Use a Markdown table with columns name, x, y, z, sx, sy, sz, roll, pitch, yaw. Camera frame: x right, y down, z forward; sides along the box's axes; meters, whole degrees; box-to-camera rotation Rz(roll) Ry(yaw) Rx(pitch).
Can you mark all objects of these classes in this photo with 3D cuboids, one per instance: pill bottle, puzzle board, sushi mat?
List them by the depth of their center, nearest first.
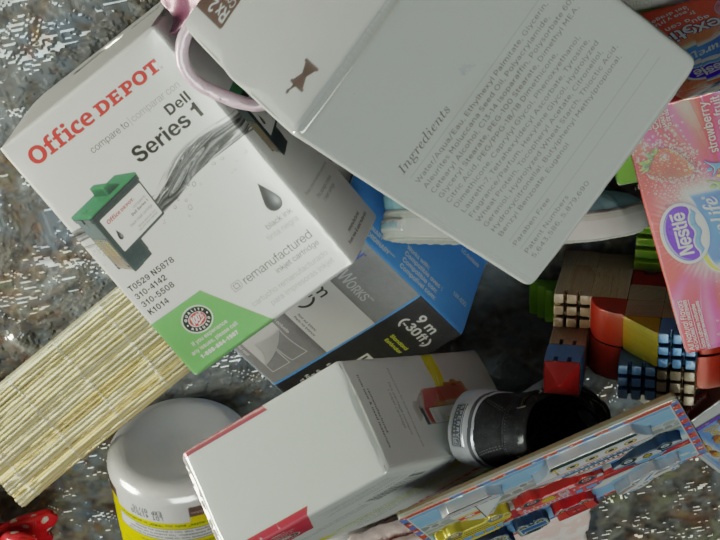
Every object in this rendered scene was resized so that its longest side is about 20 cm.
| name | x | y | z | sx | sy | sz | roll | pitch | yaw |
| --- | --- | --- | --- | --- | --- | --- | --- | --- | --- |
| puzzle board | 0.134 | 0.146 | 1.549 | 0.200 | 0.017 | 0.151 | -25 | 158 | 8 |
| sushi mat | -0.192 | 0.079 | 1.625 | 0.200 | 0.012 | 0.096 | -39 | 123 | 2 |
| pill bottle | -0.123 | 0.200 | 1.708 | 0.109 | 0.109 | 0.200 | -5 | 129 | 1 |

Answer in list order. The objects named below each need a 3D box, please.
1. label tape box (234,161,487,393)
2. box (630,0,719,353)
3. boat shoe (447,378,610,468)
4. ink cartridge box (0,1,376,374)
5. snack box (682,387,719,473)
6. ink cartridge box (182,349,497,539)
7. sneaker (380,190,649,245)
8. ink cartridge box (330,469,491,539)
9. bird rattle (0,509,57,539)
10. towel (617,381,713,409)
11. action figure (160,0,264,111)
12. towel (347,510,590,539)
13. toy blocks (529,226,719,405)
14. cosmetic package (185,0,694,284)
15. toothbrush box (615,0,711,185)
| name | x | y | z | sx | sy | sz | roll | pitch | yaw |
| --- | --- | --- | --- | --- | --- | --- | --- | --- | --- |
| label tape box | 0.000 | 0.000 | 1.579 | 0.200 | 0.063 | 0.144 | -32 | 125 | 22 |
| box | 0.220 | -0.059 | 1.406 | 0.095 | 0.103 | 0.200 | -14 | 130 | 9 |
| boat shoe | 0.135 | 0.107 | 1.571 | 0.066 | 0.070 | 0.200 | 3 | 176 | 32 |
| ink cartridge box | -0.112 | -0.057 | 1.474 | 0.146 | 0.084 | 0.200 | -36 | 103 | 23 |
| snack box | 0.318 | 0.075 | 1.639 | 0.072 | 0.024 | 0.200 | 36 | 118 | -29 |
| ink cartridge box | -0.002 | 0.124 | 1.566 | 0.145 | 0.084 | 0.200 | -32 | 165 | 26 |
| sneaker | 0.108 | -0.058 | 1.534 | 0.200 | 0.074 | 0.082 | 0 | 89 | -28 |
| ink cartridge box | 0.065 | 0.153 | 1.709 | 0.200 | 0.059 | 0.104 | -35 | 125 | 24 |
| bird rattle | -0.319 | 0.172 | 1.709 | 0.163 | 0.113 | 0.200 | -2 | 144 | 13 |
| towel | 0.295 | 0.049 | 1.654 | 0.132 | 0.035 | 0.200 | 34 | 119 | -28 |
| action figure | -0.074 | -0.219 | 1.351 | 0.134 | 0.149 | 0.200 | 17 | 141 | -9 |
| towel | 0.078 | 0.221 | 1.707 | 0.191 | 0.032 | 0.200 | -16 | 150 | -9 |
| toy blocks | 0.206 | 0.042 | 1.552 | 0.200 | 0.137 | 0.100 | 4 | 115 | 10 |
| cosmetic package | 0.044 | -0.129 | 1.300 | 0.200 | 0.165 | 0.165 | 32 | 98 | -37 |
| toothbrush box | 0.218 | -0.165 | 1.441 | 0.145 | 0.086 | 0.200 | -8 | 128 | 4 |
